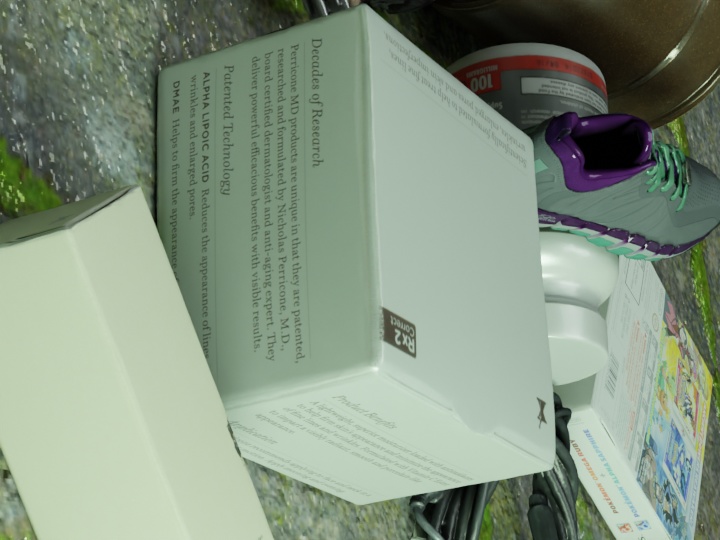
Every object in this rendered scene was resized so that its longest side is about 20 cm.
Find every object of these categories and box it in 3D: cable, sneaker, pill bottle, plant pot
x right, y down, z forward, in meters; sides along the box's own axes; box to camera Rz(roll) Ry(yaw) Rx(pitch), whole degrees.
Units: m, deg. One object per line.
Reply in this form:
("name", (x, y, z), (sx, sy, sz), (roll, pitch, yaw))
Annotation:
("cable", (0.098, 0.157, 1.237), (0.200, 0.051, 0.163), (-49, 122, -50))
("sneaker", (0.167, -0.054, 1.212), (0.200, 0.087, 0.075), (4, 69, -39))
("pill bottle", (0.106, -0.034, 1.291), (0.116, 0.116, 0.200), (33, 49, -53))
("plant pot", (0.140, -0.215, 1.374), (0.198, 0.200, 0.201), (21, 59, -49))

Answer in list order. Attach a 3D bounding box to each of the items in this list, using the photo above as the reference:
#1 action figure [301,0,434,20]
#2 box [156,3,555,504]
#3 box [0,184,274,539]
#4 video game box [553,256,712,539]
("action figure", (-0.009, -0.192, 1.208), (0.200, 0.069, 0.130), (-11, 94, -59))
("box", (0.000, 0.000, 1.060), (0.199, 0.130, 0.200), (32, 51, -54))
("box", (-0.107, 0.071, 0.881), (0.068, 0.082, 0.200), (-38, 113, -60))
("video game box", (0.202, 0.093, 1.489), (0.182, 0.047, 0.200), (55, 34, -31))
